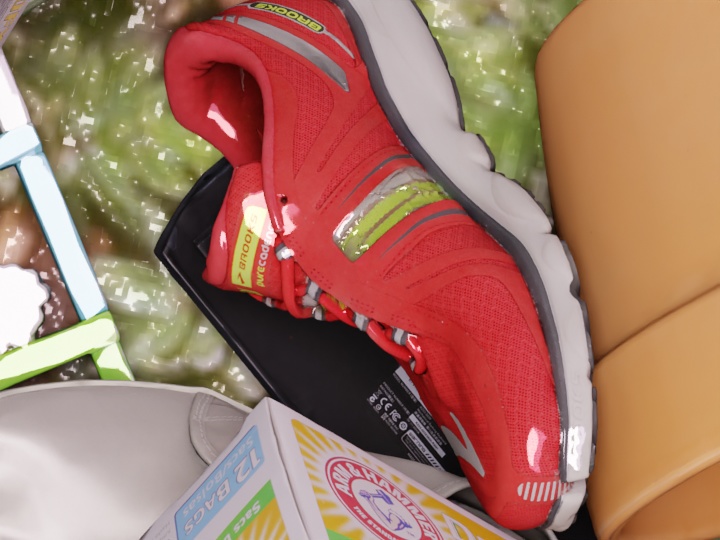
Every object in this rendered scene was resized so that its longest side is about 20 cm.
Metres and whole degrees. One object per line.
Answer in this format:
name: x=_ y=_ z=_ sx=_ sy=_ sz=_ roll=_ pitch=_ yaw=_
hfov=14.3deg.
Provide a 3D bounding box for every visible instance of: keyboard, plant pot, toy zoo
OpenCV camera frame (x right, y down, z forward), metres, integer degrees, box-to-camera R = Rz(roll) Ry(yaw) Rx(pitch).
keyboard: x=0.008 y=0.054 z=0.870 sx=0.104 sy=0.040 sz=0.200 roll=-41 pitch=93 yaw=-29
plant pot: x=0.136 y=-0.021 z=0.810 sx=0.200 sy=0.200 sz=0.140 roll=-19 pitch=76 yaw=-7
toy zoo: x=-0.154 y=-0.012 z=0.849 sx=0.131 sy=0.020 sz=0.200 roll=-23 pitch=93 yaw=-7

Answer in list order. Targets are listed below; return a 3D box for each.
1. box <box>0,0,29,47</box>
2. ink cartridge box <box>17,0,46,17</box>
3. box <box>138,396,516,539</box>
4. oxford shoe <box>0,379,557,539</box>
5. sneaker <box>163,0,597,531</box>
box: x=-0.142 y=-0.134 z=0.745 sx=0.158 sy=0.048 sz=0.200 roll=35 pitch=108 yaw=5
ink cartridge box: x=-0.146 y=-0.156 z=0.791 sx=0.145 sy=0.048 sz=0.200 roll=-29 pitch=95 yaw=18
box: x=0.025 y=0.139 z=0.743 sx=0.200 sy=0.101 sz=0.113 roll=31 pitch=110 yaw=-28
oxford shoe: x=-0.024 y=0.074 z=0.800 sx=0.199 sy=0.058 sz=0.075 roll=16 pitch=79 yaw=-13
sneaker: x=0.000 y=0.000 z=0.801 sx=0.085 sy=0.077 sz=0.200 roll=-13 pitch=50 yaw=-22
